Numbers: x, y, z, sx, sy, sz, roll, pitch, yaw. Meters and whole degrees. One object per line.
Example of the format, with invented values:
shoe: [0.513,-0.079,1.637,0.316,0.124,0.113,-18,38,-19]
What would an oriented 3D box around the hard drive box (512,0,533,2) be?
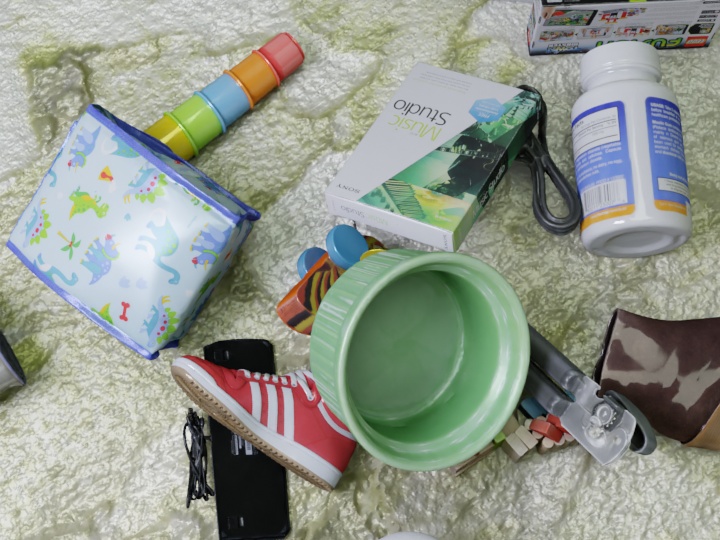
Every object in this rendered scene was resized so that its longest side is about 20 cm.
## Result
hard drive box: [0.201,-0.351,1.363,0.198,0.156,0.078,5,73,2]

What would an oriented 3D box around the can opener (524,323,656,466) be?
can opener: [0.203,0.117,1.234,0.054,0.066,0.200,-60,37,13]

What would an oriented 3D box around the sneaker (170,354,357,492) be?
sneaker: [-0.079,0.113,1.247,0.199,0.071,0.113,38,74,-17]

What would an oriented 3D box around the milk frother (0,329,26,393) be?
milk frother: [-0.436,0.087,1.197,0.187,0.200,0.182,-32,105,-9]

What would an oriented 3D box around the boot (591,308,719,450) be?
boot: [0.327,0.066,1.267,0.165,0.072,0.202,22,82,-7]

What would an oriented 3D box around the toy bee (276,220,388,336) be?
toy bee: [0.000,0.000,1.283,0.109,0.131,0.201,40,64,-13]

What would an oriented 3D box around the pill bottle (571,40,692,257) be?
pill bottle: [0.272,-0.124,1.316,0.111,0.112,0.202,-1,73,0]

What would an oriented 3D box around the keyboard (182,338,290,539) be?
keyboard: [-0.129,0.168,1.277,0.103,0.040,0.202,2,70,-24]

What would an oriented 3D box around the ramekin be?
ramekin: [0.049,0.075,1.199,0.198,0.098,0.202,-6,103,-26]

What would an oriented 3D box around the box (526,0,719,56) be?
box: [0.279,-0.270,1.361,0.198,0.110,0.035,-3,72,-1]

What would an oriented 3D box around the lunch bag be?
lunch bag: [-0.226,-0.040,1.266,0.199,0.127,0.171,33,96,2]

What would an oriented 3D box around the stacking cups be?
stacking cups: [-0.147,-0.181,1.366,0.200,0.061,0.060,-43,77,-15]

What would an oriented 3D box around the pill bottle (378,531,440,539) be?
pill bottle: [0.043,0.291,1.144,0.110,0.200,0.112,0,73,0]

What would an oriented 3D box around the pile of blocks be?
pile of blocks: [0.164,0.146,1.260,0.198,0.062,0.083,-7,73,-3]

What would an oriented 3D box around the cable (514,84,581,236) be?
cable: [0.175,-0.117,1.336,0.096,0.050,0.201,-24,64,-20]

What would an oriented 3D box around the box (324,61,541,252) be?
box: [0.074,-0.116,1.280,0.143,0.037,0.201,18,58,24]
